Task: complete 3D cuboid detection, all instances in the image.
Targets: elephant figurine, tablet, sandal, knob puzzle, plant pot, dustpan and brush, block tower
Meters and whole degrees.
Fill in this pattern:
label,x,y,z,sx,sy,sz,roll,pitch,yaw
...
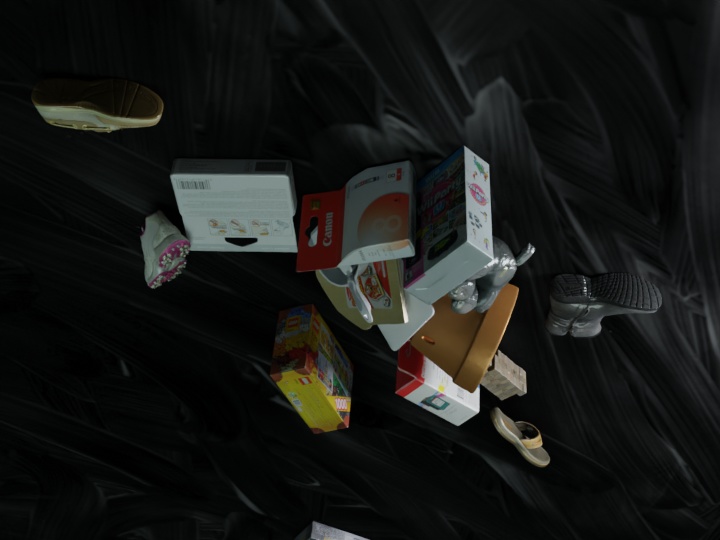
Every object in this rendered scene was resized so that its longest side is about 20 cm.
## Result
label,x,y,z,sx,sy,sz,roll,pitch,yaw
elephant figurine,0.157,-0.037,1.676,0.153,0.201,0.143,-1,128,-32
tablet,0.039,0.023,1.718,0.014,0.202,0.130,-17,158,-44
sandal,0.341,0.342,2.099,0.054,0.081,0.200,-39,120,13
knob puzzle,0.000,0.000,1.719,0.030,0.221,0.220,-17,158,-44
plant pot,0.174,0.093,1.765,0.138,0.201,0.201,25,137,3
dustpan and brush,-0.019,-0.006,1.671,0.057,0.202,0.139,-20,163,-46
block tower,0.238,0.177,1.936,0.057,0.055,0.199,-30,126,34

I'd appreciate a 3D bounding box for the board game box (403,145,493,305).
label,x,y,z,sx,sy,sz,roll,pitch,yaw
board game box,0.133,-0.071,1.569,0.064,0.202,0.147,30,133,-28

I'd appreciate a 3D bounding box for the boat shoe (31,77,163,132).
label,x,y,z,sx,sy,sz,roll,pitch,yaw
boat shoe,-0.398,-0.248,1.545,0.196,0.075,0.067,9,151,0

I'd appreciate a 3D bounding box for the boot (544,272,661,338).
label,x,y,z,sx,sy,sz,roll,pitch,yaw
boot,0.429,0.069,1.797,0.196,0.071,0.133,8,142,15

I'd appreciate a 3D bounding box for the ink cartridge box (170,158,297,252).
label,x,y,z,sx,sy,sz,roll,pitch,yaw
ink cartridge box,-0.204,-0.107,1.688,0.196,0.044,0.175,1,138,5

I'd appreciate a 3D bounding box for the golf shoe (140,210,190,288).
label,x,y,z,sx,sy,sz,roll,pitch,yaw
golf shoe,-0.351,-0.037,1.772,0.092,0.075,0.200,56,150,9

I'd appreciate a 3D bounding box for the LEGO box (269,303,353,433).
label,x,y,z,sx,sy,sz,roll,pitch,yaw
LEGO box,-0.089,0.189,1.916,0.076,0.151,0.201,-13,135,19

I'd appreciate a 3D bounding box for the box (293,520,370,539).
label,x,y,z,sx,sy,sz,roll,pitch,yaw
box,-0.070,0.716,2.562,0.198,0.049,0.159,23,136,-18

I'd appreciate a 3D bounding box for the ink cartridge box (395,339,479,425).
label,x,y,z,sx,sy,sz,roll,pitch,yaw
ink cartridge box,0.134,0.197,1.923,0.198,0.117,0.067,30,133,-23

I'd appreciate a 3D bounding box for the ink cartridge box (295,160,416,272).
label,x,y,z,sx,sy,sz,roll,pitch,yaw
ink cartridge box,-0.010,-0.087,1.598,0.196,0.164,0.050,-7,143,13
